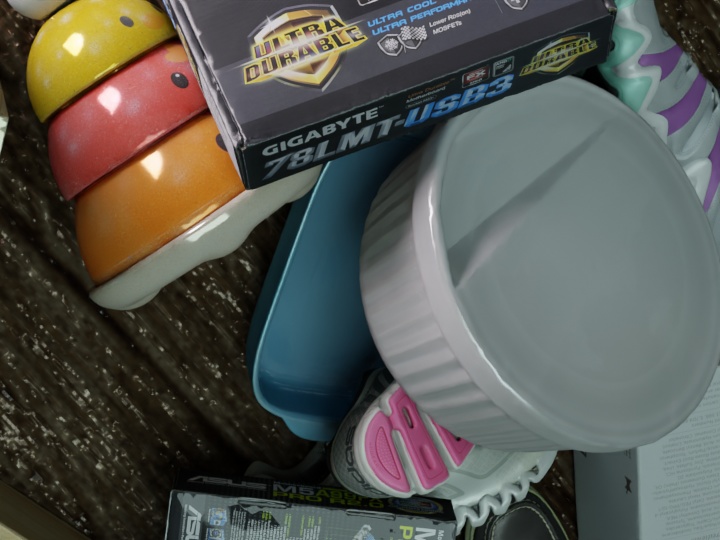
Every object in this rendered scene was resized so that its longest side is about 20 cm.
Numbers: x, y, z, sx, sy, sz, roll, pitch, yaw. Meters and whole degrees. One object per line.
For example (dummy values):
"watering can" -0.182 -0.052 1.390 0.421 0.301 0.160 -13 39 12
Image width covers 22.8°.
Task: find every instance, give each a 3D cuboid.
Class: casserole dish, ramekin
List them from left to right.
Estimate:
"casserole dish" 0.000 0.000 1.012 0.121 0.039 0.200 11 107 -36
"ramekin" 0.089 0.003 0.939 0.202 0.094 0.203 13 66 -33

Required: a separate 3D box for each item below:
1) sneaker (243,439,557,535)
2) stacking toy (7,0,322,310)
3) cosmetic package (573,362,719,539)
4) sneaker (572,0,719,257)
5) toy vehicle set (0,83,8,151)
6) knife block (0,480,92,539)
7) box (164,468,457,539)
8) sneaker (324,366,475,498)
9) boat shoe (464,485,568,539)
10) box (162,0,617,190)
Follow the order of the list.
"sneaker" 0.023 0.121 1.057 0.200 0.075 0.081 -22 102 -8
"stacking toy" -0.127 -0.093 0.929 0.146 0.146 0.200 -35 97 -1
"cosmetic package" 0.177 0.118 1.075 0.074 0.102 0.200 -9 108 -15
"sneaker" 0.202 -0.096 1.031 0.140 0.078 0.200 -18 121 -10
"toy vehicle set" -0.221 -0.003 0.922 0.026 0.124 0.200 12 104 -18
"knife block" -0.174 0.179 1.027 0.175 0.064 0.200 -8 109 -12
"box" -0.038 0.220 1.001 0.160 0.044 0.200 6 99 -4
"sneaker" 0.048 0.061 1.007 0.074 0.087 0.200 52 54 -8
"boat shoe" 0.121 0.223 1.112 0.073 0.065 0.200 -27 114 -13
"box" -0.003 -0.161 0.899 0.200 0.199 0.050 -20 155 -7
